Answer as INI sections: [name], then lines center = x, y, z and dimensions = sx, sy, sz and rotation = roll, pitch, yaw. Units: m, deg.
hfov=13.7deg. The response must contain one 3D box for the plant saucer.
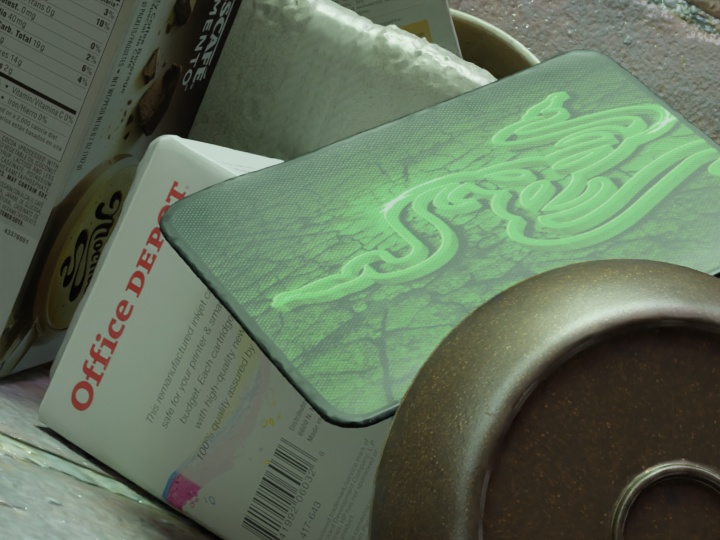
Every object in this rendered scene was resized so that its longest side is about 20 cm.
[plant saucer]
center = 0.100, 0.092, 0.995
dimensions = 0.200, 0.201, 0.034
rotation = 23, -17, -15

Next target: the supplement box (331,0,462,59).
[supplement box]
center = -0.024, -0.122, 1.377
dimensions = 0.200, 0.126, 0.074
rotation = 72, 5, -56

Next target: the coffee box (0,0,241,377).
[coffee box]
center = -0.125, -0.066, 1.242
dimensions = 0.080, 0.200, 0.113
rotation = 28, 15, 16

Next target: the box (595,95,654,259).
[box]
center = 0.121, 0.052, 1.134
dimensions = 0.159, 0.046, 0.200
rotation = 54, 28, -25

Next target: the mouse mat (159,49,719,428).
[mouse mat]
center = 0.043, -0.017, 1.103
dimensions = 0.200, 0.008, 0.161
rotation = -21, 38, -20

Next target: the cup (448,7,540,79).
[cup]
center = 0.019, -0.013, 1.511
dimensions = 0.200, 0.200, 0.143
rotation = 29, -18, 22

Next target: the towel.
[towel]
center = -0.030, -0.021, 1.297
dimensions = 0.132, 0.200, 0.034
rotation = 27, 19, 12

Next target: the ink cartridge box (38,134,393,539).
[ink cartridge box]
center = -0.017, 0.039, 1.194
dimensions = 0.200, 0.129, 0.125
rotation = 31, 10, 28
